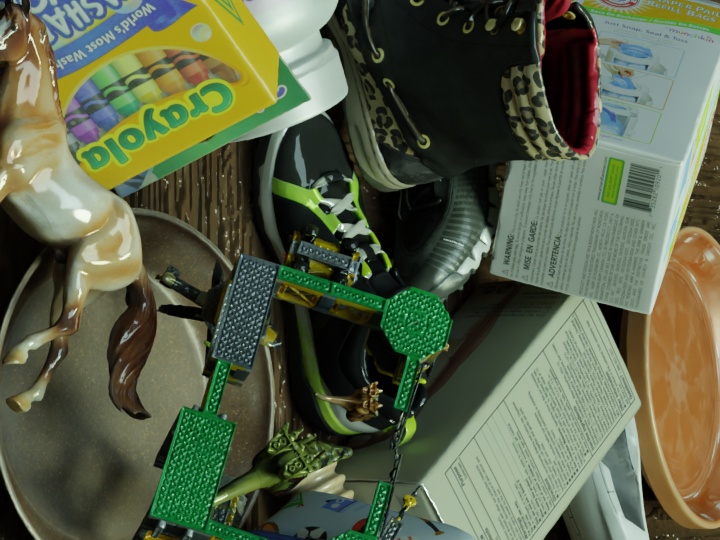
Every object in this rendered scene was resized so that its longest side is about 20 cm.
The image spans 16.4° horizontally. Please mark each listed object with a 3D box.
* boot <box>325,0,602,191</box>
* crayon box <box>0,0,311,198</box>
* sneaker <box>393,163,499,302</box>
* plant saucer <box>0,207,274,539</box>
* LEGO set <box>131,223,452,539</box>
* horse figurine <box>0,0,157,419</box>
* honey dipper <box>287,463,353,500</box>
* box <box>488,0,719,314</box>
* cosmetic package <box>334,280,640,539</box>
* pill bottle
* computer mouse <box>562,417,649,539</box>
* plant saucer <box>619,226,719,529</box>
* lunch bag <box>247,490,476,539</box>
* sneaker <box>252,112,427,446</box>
[{"bbox_3d":[0.051,-0.144,1.382,0.073,0.150,0.201,-21,105,-48],"label":"boot"},{"bbox_3d":[-0.128,-0.119,1.252,0.200,0.125,0.052,53,21,-31],"label":"crayon box"},{"bbox_3d":[0.046,-0.073,1.494,0.090,0.066,0.201,44,53,-33],"label":"sneaker"},{"bbox_3d":[-0.126,0.068,1.311,0.200,0.037,0.202,4,85,-47],"label":"plant saucer"},{"bbox_3d":[-0.040,0.089,1.279,0.153,0.116,0.201,11,70,-9],"label":"LEGO set"},{"bbox_3d":[-0.157,-0.019,1.225,0.200,0.050,0.133,53,56,-25],"label":"horse figurine"},{"bbox_3d":[0.012,0.193,1.400,0.038,0.038,0.201,-22,82,-46],"label":"honey dipper"},{"bbox_3d":[0.156,-0.081,1.517,0.200,0.101,0.113,-63,164,-52],"label":"box"},{"bbox_3d":[0.073,0.102,1.490,0.200,0.087,0.104,-47,122,-40],"label":"cosmetic package"},{"bbox_3d":[-0.076,-0.175,1.329,0.112,0.112,0.201,-35,112,-43],"label":"pill bottle"},{"bbox_3d":[0.150,0.168,1.581,0.044,0.110,0.201,-3,77,-19],"label":"computer mouse"},{"bbox_3d":[0.217,0.072,1.666,0.200,0.032,0.202,20,67,-58],"label":"plant saucer"},{"bbox_3d":[0.009,0.219,1.340,0.075,0.160,0.201,-30,123,-43],"label":"lunch bag"},{"bbox_3d":[0.000,0.000,1.420,0.072,0.082,0.201,-21,102,-47],"label":"sneaker"}]
